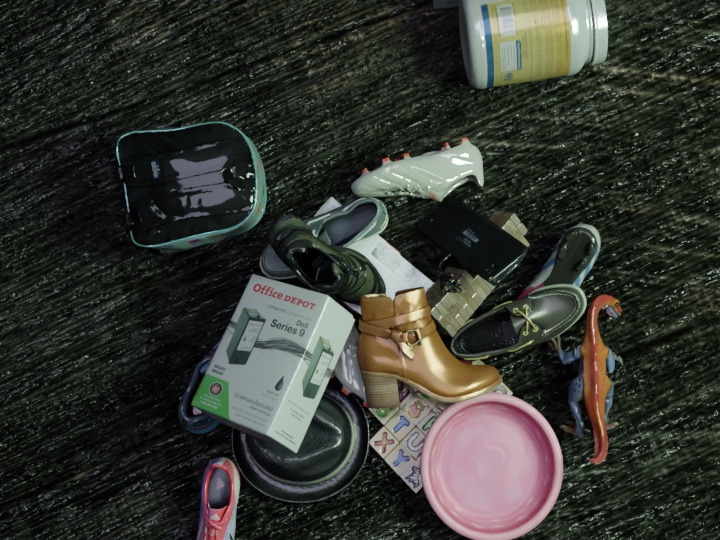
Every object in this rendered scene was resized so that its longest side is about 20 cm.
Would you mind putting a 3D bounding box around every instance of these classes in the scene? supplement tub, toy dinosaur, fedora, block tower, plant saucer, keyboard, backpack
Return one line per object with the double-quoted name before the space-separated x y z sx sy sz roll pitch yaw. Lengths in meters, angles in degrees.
"supplement tub" 0.247 -0.348 1.622 0.196 0.145 0.147 -8 80 2
"toy dinosaur" 0.333 0.134 1.538 0.103 0.200 0.184 -1 111 -12
"fedora" -0.087 0.232 1.564 0.197 0.092 0.204 -1 80 3
"block tower" 0.159 0.007 1.588 0.200 0.058 0.054 -48 113 -13
"plant saucer" 0.180 0.273 1.560 0.197 0.051 0.204 0 83 1
"keyboard" 0.139 -0.027 1.571 0.126 0.021 0.200 -37 36 -9
"backpack" -0.231 -0.120 1.603 0.197 0.153 0.179 -12 82 11

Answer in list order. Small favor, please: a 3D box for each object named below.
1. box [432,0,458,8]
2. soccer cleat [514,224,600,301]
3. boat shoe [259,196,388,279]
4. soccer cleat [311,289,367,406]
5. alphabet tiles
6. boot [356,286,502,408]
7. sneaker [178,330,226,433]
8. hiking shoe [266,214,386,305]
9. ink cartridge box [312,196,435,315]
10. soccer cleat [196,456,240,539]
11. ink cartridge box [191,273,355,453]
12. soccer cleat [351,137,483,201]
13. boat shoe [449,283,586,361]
"box" 0.179 -0.441 1.613 0.153 0.200 0.042 -4 81 2
"soccer cleat" 0.281 0.023 1.599 0.070 0.086 0.201 38 107 14
"boat shoe" -0.055 -0.050 1.577 0.198 0.062 0.074 -24 81 0
"soccer cleat" -0.021 0.111 1.583 0.200 0.069 0.078 44 106 12
"alphabet tiles" 0.114 0.210 1.601 0.200 0.006 0.166 -44 80 -5
"boot" 0.092 0.099 1.525 0.196 0.077 0.158 -5 94 1
"sneaker" -0.188 0.143 1.584 0.079 0.096 0.202 30 83 7
"hiking shoe" -0.040 0.009 1.513 0.199 0.101 0.076 29 111 -31
"ink cartridge box" 0.000 0.000 1.623 0.199 0.050 0.109 39 84 8
"soccer cleat" -0.200 0.362 1.556 0.065 0.077 0.204 3 80 3
"ink cartridge box" -0.117 0.121 1.507 0.144 0.084 0.202 14 73 34
"soccer cleat" 0.085 -0.132 1.634 0.197 0.069 0.079 -16 82 -3
"boat shoe" 0.217 0.077 1.550 0.199 0.060 0.073 -25 85 22
